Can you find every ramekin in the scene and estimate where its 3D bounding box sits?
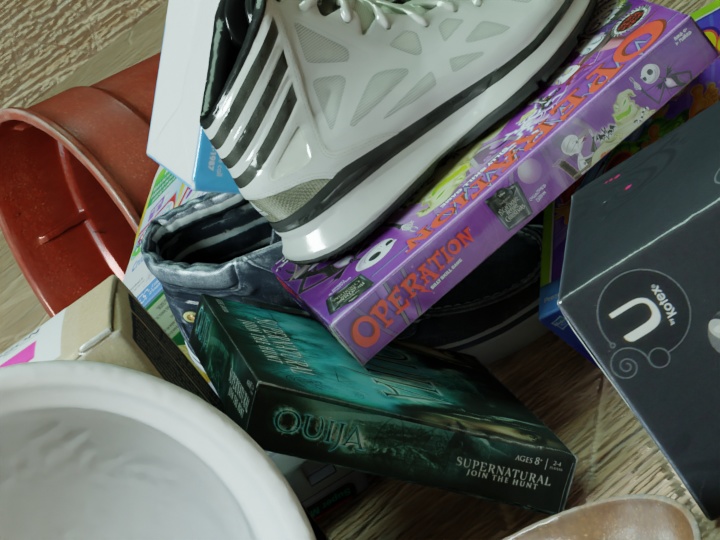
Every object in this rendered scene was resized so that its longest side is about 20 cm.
[{"bbox_3d":[-0.115,0.131,1.131,0.200,0.201,0.098,-37,6,-4],"label":"ramekin"}]

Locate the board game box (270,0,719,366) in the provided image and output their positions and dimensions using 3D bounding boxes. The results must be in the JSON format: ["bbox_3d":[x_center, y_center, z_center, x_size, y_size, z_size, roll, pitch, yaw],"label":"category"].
[{"bbox_3d":[0.055,-0.045,1.278,0.200,0.032,0.120,-41,22,-4],"label":"board game box"}]

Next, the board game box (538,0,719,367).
[{"bbox_3d":[0.168,-0.057,1.264,0.199,0.045,0.135,-28,40,34],"label":"board game box"}]

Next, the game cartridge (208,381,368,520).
[{"bbox_3d":[-0.083,0.106,1.379,0.199,0.039,0.130,-30,29,-17],"label":"game cartridge"}]

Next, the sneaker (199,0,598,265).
[{"bbox_3d":[0.013,-0.108,1.277,0.200,0.116,0.076,-44,19,-16],"label":"sneaker"}]

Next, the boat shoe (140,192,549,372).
[{"bbox_3d":[0.000,0.000,1.363,0.199,0.091,0.071,-11,50,16],"label":"boat shoe"}]

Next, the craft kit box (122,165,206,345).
[{"bbox_3d":[-0.057,-0.069,1.527,0.200,0.048,0.199,-41,31,55],"label":"craft kit box"}]

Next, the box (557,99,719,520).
[{"bbox_3d":[0.182,-0.020,1.076,0.199,0.106,0.122,-33,13,16],"label":"box"}]

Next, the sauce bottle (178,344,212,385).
[{"bbox_3d":[-0.134,0.074,1.455,0.199,0.065,0.065,-6,-2,-27],"label":"sauce bottle"}]

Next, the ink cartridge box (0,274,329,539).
[{"bbox_3d":[-0.133,0.126,1.243,0.199,0.165,0.075,-34,19,9],"label":"ink cartridge box"}]

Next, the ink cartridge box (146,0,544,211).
[{"bbox_3d":[0.011,-0.093,1.361,0.199,0.117,0.067,4,13,-26],"label":"ink cartridge box"}]

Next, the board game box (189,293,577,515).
[{"bbox_3d":[0.005,0.053,1.246,0.200,0.134,0.028,-134,58,-76],"label":"board game box"}]

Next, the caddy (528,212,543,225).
[{"bbox_3d":[0.072,-0.078,1.485,0.105,0.142,0.200,-40,12,-31],"label":"caddy"}]

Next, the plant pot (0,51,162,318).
[{"bbox_3d":[-0.086,-0.053,1.729,0.195,0.202,0.200,-34,11,-25],"label":"plant pot"}]

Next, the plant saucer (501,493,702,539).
[{"bbox_3d":[0.040,0.152,1.005,0.200,0.035,0.200,-35,14,10],"label":"plant saucer"}]
